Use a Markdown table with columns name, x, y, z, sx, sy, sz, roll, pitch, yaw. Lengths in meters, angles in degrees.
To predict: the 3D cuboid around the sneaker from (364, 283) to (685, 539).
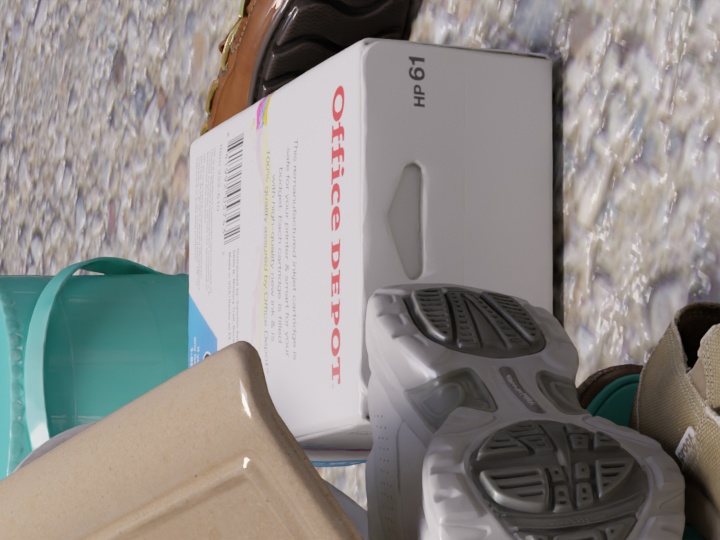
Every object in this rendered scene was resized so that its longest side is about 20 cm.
| name | x | y | z | sx | sy | sz | roll | pitch | yaw |
| --- | --- | --- | --- | --- | --- | --- | --- | --- | --- |
| sneaker | 0.043 | 0.082 | 0.772 | 0.200 | 0.078 | 0.100 | -107 | 23 | -66 |

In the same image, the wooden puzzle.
| name | x | y | z | sx | sy | sz | roll | pitch | yaw |
| --- | --- | --- | --- | --- | --- | --- | --- | --- | --- |
| wooden puzzle | -0.031 | 0.133 | 0.782 | 0.185 | 0.037 | 0.200 | -30 | 90 | 47 |

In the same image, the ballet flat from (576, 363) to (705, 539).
| name | x | y | z | sx | sy | sz | roll | pitch | yaw |
| --- | --- | --- | --- | --- | --- | --- | --- | --- | --- |
| ballet flat | 0.080 | 0.133 | 0.844 | 0.067 | 0.068 | 0.201 | 141 | 131 | -69 |

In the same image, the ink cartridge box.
| name | x | y | z | sx | sy | sz | roll | pitch | yaw |
| --- | --- | --- | --- | --- | --- | --- | --- | --- | --- |
| ink cartridge box | 0.000 | 0.000 | 1.037 | 0.200 | 0.084 | 0.145 | 158 | 113 | -67 |

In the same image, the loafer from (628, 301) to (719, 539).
| name | x | y | z | sx | sy | sz | roll | pitch | yaw |
| --- | --- | --- | --- | --- | --- | --- | --- | --- | --- |
| loafer | 0.125 | 0.046 | 0.730 | 0.200 | 0.076 | 0.068 | -171 | 79 | -68 |

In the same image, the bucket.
| name | x | y | z | sx | sy | sz | roll | pitch | yaw |
| --- | --- | --- | --- | --- | --- | --- | --- | --- | --- |
| bucket | -0.130 | 0.094 | 1.274 | 0.207 | 0.134 | 0.208 | -176 | 90 | -68 |

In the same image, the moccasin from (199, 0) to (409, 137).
| name | x | y | z | sx | sy | sz | roll | pitch | yaw |
| --- | --- | --- | --- | --- | --- | --- | --- | --- | --- |
| moccasin | -0.029 | -0.098 | 1.155 | 0.202 | 0.073 | 0.078 | 108 | 148 | -53 |

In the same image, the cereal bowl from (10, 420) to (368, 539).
| name | x | y | z | sx | sy | sz | roll | pitch | yaw |
| --- | --- | --- | --- | --- | --- | --- | --- | --- | --- |
| cereal bowl | -0.060 | 0.151 | 0.951 | 0.083 | 0.199 | 0.200 | -55 | 35 | 30 |
